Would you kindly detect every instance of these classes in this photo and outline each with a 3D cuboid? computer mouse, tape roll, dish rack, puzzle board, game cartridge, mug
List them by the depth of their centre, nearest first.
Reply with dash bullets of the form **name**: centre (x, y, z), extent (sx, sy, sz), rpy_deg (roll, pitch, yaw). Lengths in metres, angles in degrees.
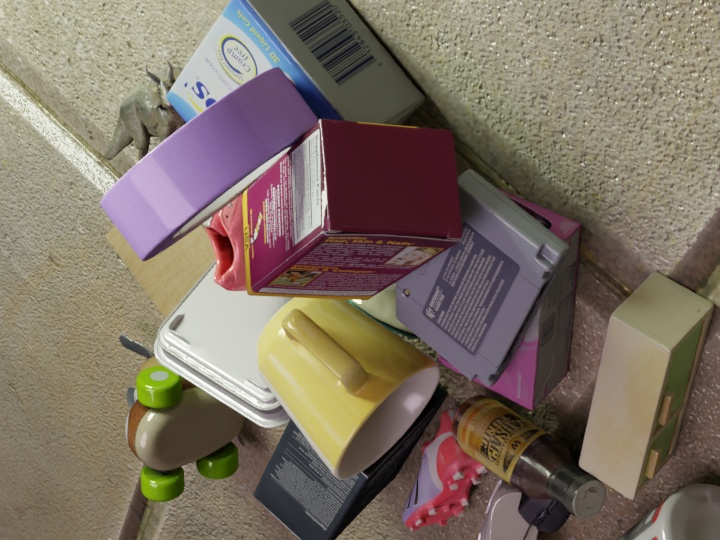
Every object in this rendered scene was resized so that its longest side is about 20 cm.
- **tape roll**: centre (-0.131, -0.093, 1.389), extent (0.066, 0.200, 0.200), rpy_deg (52, 145, -1)
- **game cartridge**: centre (0.101, 0.005, 1.420), extent (0.133, 0.041, 0.201), rpy_deg (43, 142, 17)
- **mug**: centre (-0.019, 0.089, 1.558), extent (0.153, 0.149, 0.187), rpy_deg (42, 141, 20)
- **computer mouse**: centre (0.171, 0.267, 1.606), extent (0.058, 0.034, 0.201), rpy_deg (26, 110, -5)
- **dish rack**: centre (-0.116, 0.060, 1.706), extent (0.199, 0.172, 0.044), rpy_deg (29, 158, 27)
- **puzzle board**: centre (-0.223, -0.019, 1.893), extent (0.151, 0.017, 0.200), rpy_deg (54, 144, -1)

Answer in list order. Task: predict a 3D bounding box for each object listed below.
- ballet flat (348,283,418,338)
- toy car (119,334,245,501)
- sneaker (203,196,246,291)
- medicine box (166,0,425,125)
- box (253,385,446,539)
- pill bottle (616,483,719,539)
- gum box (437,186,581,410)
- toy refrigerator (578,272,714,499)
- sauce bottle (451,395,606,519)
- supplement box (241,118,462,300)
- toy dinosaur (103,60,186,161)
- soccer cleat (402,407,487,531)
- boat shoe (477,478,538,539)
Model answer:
- **ballet flat**: centre (0.000, 0.000, 1.626), extent (0.199, 0.069, 0.070), rpy_deg (30, 139, 29)
- **toy car**: centre (-0.254, 0.161, 1.985), extent (0.200, 0.157, 0.166), rpy_deg (31, 129, 45)
- **sneaker**: centre (-0.123, -0.073, 1.637), extent (0.073, 0.086, 0.202), rpy_deg (4, 101, 53)
- **medicine box**: centre (-0.067, -0.166, 1.516), extent (0.183, 0.103, 0.200), rpy_deg (50, 144, 2)
- **box**: centre (-0.014, 0.192, 1.724), extent (0.107, 0.148, 0.200), rpy_deg (40, 143, 11)
- **pill bottle**: centre (0.293, 0.293, 1.506), extent (0.114, 0.114, 0.200), rpy_deg (45, 145, 9)
- **gum box**: centre (0.137, 0.020, 1.480), extent (0.113, 0.066, 0.201), rpy_deg (26, 137, 29)
- **toy refrigerator**: centre (0.257, 0.108, 1.417), extent (0.070, 0.076, 0.201), rpy_deg (31, 139, 26)
- **sauce bottle**: centre (0.166, 0.184, 1.551), extent (0.200, 0.066, 0.066), rpy_deg (27, 141, 55)
- **supplement box**: centre (-0.014, -0.048, 1.391), extent (0.200, 0.130, 0.104), rpy_deg (147, 123, -61)
- **toy dinosaur**: centre (-0.223, -0.168, 1.732), extent (0.199, 0.077, 0.103), rpy_deg (-11, 101, 57)
- **soccer cleat**: centre (0.088, 0.223, 1.730), extent (0.200, 0.066, 0.077), rpy_deg (114, 143, -57)
- **boat shoe**: centre (0.150, 0.304, 1.679), extent (0.071, 0.069, 0.202), rpy_deg (5, 113, 5)
